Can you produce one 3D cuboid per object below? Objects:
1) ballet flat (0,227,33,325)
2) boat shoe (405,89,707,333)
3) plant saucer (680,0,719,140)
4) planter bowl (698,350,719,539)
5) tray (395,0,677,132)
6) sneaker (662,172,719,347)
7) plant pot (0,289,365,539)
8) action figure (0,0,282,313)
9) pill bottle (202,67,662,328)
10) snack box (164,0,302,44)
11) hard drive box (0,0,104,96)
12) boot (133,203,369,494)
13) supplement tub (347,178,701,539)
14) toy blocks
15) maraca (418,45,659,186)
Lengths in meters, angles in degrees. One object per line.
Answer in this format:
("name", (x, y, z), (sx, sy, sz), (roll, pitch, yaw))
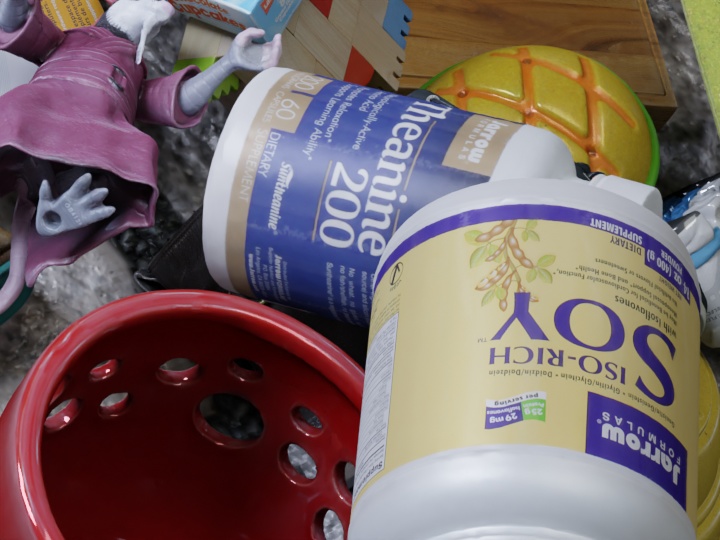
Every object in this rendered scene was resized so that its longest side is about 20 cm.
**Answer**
("ballet flat", (-0.239, 0.032, 1.418), (0.072, 0.068, 0.200), (28, 47, 20))
("boat shoe", (0.094, -0.032, 1.518), (0.199, 0.075, 0.066), (24, 52, 9))
("plant saucer", (0.240, -0.059, 1.644), (0.200, 0.048, 0.201), (48, 26, -56))
("planter bowl", (0.126, 0.073, 1.554), (0.200, 0.084, 0.201), (13, 53, -18))
("tray", (0.078, -0.131, 1.702), (0.199, 0.037, 0.099), (3, 57, -26))
("sneaker", (0.191, -0.001, 1.620), (0.087, 0.075, 0.200), (61, 18, -4))
("plant pot", (-0.087, 0.136, 1.338), (0.200, 0.183, 0.201), (13, 54, -18))
("action figure", (-0.131, -0.070, 1.436), (0.134, 0.149, 0.200), (28, 34, -6))
("pill bottle", (0.035, -0.022, 1.399), (0.199, 0.111, 0.111), (14, 48, 16))
("snack box", (-0.045, -0.219, 1.514), (0.116, 0.037, 0.200), (22, 73, 29))
("hard drive box", (-0.239, -0.127, 1.485), (0.200, 0.077, 0.156), (-26, 91, -36))
("boot", (0.000, 0.000, 1.489), (0.174, 0.200, 0.069), (54, 13, 8))
("supplement tub", (0.070, 0.078, 1.250), (0.145, 0.146, 0.201), (17, 51, -15))
("toy blocks", (-0.024, -0.143, 1.579), (0.137, 0.100, 0.201), (44, 51, -47))
("maraca", (0.067, -0.049, 1.599), (0.199, 0.107, 0.137), (-27, 63, -16))
